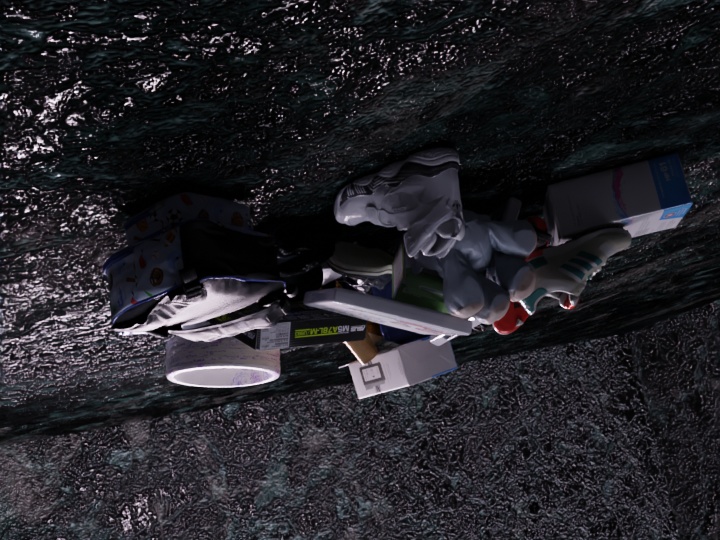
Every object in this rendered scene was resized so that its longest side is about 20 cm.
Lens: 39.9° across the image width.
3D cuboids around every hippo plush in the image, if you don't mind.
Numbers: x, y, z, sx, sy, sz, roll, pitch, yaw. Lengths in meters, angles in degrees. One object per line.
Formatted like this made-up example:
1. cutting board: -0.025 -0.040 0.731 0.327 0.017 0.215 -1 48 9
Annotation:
1. hippo plush: 0.127 -0.012 1.363 0.198 0.162 0.160 23 168 -24

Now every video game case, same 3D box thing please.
1. video game case: 0.173 0.004 1.519 0.023 0.203 0.182 24 159 -10
2. video game case: 0.033 0.059 1.380 0.197 0.024 0.182 14 173 -15

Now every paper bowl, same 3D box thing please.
1. paper bowl: -0.238 0.136 1.722 0.196 0.106 0.201 -3 165 -1

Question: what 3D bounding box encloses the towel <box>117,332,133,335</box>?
1. towel: -0.311 0.076 1.716 0.198 0.024 0.146 -22 166 37

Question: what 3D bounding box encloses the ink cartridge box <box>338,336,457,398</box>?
1. ink cartridge box: 0.062 0.170 1.732 0.115 0.069 0.199 -14 174 -35

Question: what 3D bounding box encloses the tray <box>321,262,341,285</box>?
1. tray: -0.113 0.006 1.600 0.197 0.023 0.107 -3 166 -38

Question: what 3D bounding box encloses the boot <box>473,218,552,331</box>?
1. boot: 0.216 0.012 1.541 0.068 0.177 0.200 24 173 -12

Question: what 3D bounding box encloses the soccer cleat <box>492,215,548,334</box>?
1. soccer cleat: 0.255 0.008 1.621 0.068 0.203 0.085 20 172 -16

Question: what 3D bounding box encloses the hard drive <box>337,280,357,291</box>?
1. hard drive: -0.109 0.053 1.785 0.139 0.039 0.198 -23 165 40

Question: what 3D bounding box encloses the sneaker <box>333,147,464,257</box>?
1. sneaker: 0.047 -0.064 1.212 0.198 0.117 0.074 -23 164 41

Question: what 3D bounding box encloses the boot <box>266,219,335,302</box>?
1. boot: -0.088 -0.011 1.409 0.198 0.078 0.167 7 162 -43

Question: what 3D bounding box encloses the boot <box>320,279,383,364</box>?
1. boot: -0.015 0.073 1.736 0.070 0.145 0.201 -31 -173 10

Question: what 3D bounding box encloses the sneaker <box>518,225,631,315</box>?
1. sneaker: 0.306 0.004 1.422 0.196 0.095 0.070 -16 168 -13

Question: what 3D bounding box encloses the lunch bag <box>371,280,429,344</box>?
1. lunch bag: 0.106 0.052 1.761 0.130 0.138 0.200 -14 171 12

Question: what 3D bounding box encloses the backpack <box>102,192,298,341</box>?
1. backpack: -0.207 0.002 1.168 0.189 0.156 0.199 -28 157 26

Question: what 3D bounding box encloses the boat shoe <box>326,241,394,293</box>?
1. boat shoe: 0.000 0.000 1.545 0.063 0.074 0.199 -55 159 13

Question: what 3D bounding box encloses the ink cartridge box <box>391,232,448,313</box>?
1. ink cartridge box: 0.103 0.023 1.473 0.102 0.060 0.201 17 -155 -8

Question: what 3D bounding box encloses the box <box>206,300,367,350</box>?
1. box: -0.120 0.067 1.506 0.197 0.048 0.192 -3 -167 -37

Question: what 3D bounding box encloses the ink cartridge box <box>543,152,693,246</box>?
1. ink cartridge box: 0.379 -0.096 1.494 0.196 0.086 0.145 -15 167 4
